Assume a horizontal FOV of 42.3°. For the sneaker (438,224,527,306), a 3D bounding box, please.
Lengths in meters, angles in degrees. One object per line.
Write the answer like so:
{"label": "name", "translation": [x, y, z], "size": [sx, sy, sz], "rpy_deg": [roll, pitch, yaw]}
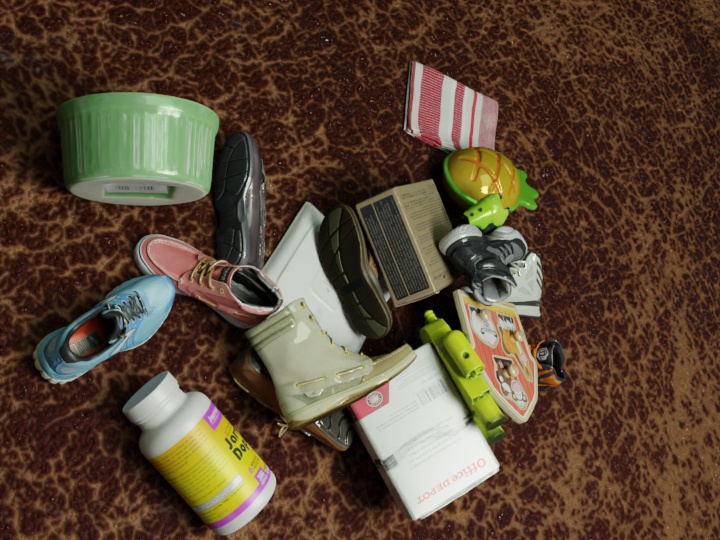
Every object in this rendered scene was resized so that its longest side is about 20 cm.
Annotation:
{"label": "sneaker", "translation": [0.205, -0.004, 1.414], "size": [0.199, 0.075, 0.114], "rpy_deg": [4, 53, -49]}

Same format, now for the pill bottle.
{"label": "pill bottle", "translation": [-0.202, 0.223, 1.156], "size": [0.200, 0.104, 0.104], "rpy_deg": [52, 53, -13]}

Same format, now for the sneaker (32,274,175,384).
{"label": "sneaker", "translation": [-0.298, 0.068, 1.140], "size": [0.200, 0.090, 0.079], "rpy_deg": [-41, 102, -38]}

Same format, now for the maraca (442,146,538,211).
{"label": "maraca", "translation": [0.222, -0.149, 1.578], "size": [0.199, 0.107, 0.138], "rpy_deg": [-1, 56, -37]}

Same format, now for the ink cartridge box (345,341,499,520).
{"label": "ink cartridge box", "translation": [0.079, 0.226, 1.300], "size": [0.144, 0.083, 0.201], "rpy_deg": [-27, 83, -14]}

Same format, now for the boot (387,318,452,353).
{"label": "boot", "translation": [0.108, 0.187, 1.419], "size": [0.162, 0.073, 0.199], "rpy_deg": [-32, 91, -36]}

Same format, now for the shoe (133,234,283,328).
{"label": "shoe", "translation": [-0.197, 0.005, 1.227], "size": [0.199, 0.091, 0.072], "rpy_deg": [33, 60, -18]}

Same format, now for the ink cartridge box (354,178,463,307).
{"label": "ink cartridge box", "translation": [0.083, -0.047, 1.419], "size": [0.166, 0.075, 0.200], "rpy_deg": [69, 22, 0]}

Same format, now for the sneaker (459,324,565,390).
{"label": "sneaker", "translation": [0.262, 0.127, 1.525], "size": [0.199, 0.112, 0.078], "rpy_deg": [33, 59, -24]}

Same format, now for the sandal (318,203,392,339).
{"label": "sandal", "translation": [0.000, 0.000, 1.358], "size": [0.054, 0.081, 0.201], "rpy_deg": [-26, 91, -55]}

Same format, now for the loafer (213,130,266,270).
{"label": "loafer", "translation": [-0.164, -0.093, 1.313], "size": [0.063, 0.071, 0.202], "rpy_deg": [15, 73, -54]}

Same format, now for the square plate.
{"label": "square plate", "translation": [-0.049, 0.029, 1.377], "size": [0.200, 0.028, 0.199], "rpy_deg": [43, 55, -19]}

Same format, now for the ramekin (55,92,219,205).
{"label": "ramekin", "translation": [-0.276, -0.144, 1.157], "size": [0.199, 0.199, 0.099], "rpy_deg": [4, 81, -36]}

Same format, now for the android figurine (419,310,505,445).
{"label": "android figurine", "translation": [0.141, 0.146, 1.317], "size": [0.041, 0.182, 0.201], "rpy_deg": [-27, 59, -7]}

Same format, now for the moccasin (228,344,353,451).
{"label": "moccasin", "translation": [-0.093, 0.182, 1.275], "size": [0.201, 0.078, 0.074], "rpy_deg": [35, 43, -19]}

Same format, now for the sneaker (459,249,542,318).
{"label": "sneaker", "translation": [0.233, 0.014, 1.545], "size": [0.199, 0.075, 0.117], "rpy_deg": [8, 90, -44]}

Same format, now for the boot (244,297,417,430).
{"label": "boot", "translation": [-0.037, 0.101, 1.232], "size": [0.199, 0.072, 0.156], "rpy_deg": [-25, 78, -18]}

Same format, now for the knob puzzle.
{"label": "knob puzzle", "translation": [0.221, 0.129, 1.396], "size": [0.219, 0.030, 0.221], "rpy_deg": [36, 40, -37]}

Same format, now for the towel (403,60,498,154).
{"label": "towel", "translation": [0.163, -0.271, 1.629], "size": [0.199, 0.023, 0.145], "rpy_deg": [19, 65, -31]}

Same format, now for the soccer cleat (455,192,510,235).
{"label": "soccer cleat", "translation": [0.191, -0.058, 1.507], "size": [0.081, 0.200, 0.068], "rpy_deg": [-25, 65, -9]}
